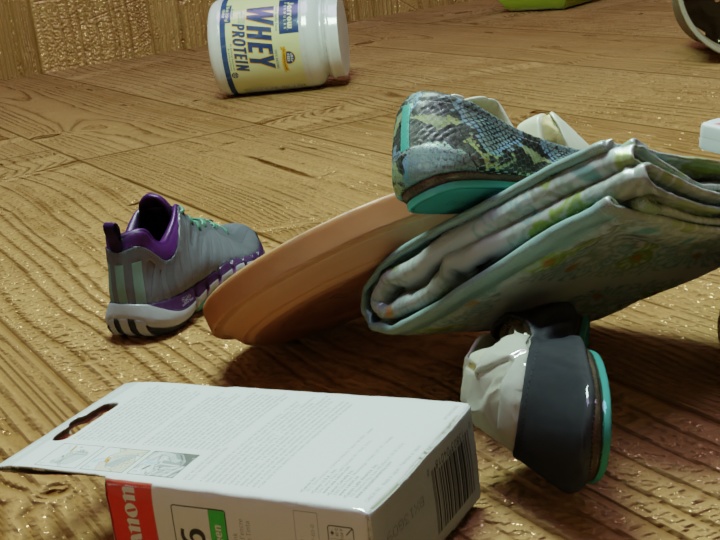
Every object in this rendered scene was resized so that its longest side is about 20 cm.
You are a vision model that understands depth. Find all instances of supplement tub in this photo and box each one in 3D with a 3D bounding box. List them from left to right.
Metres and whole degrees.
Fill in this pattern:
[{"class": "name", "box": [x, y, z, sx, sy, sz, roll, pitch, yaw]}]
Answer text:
[{"class": "supplement tub", "box": [-0.122, -0.348, 2.005, 0.197, 0.147, 0.145, -5, 16, 8]}]

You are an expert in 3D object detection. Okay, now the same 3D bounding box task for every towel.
[{"class": "towel", "box": [0.121, -0.008, 0.724, 0.170, 0.049, 0.199, 4, -23, -42]}]

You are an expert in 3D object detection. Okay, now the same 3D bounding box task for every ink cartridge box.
[{"class": "ink cartridge box", "box": [-0.056, 0.097, 0.604, 0.198, 0.051, 0.109, 1, 18, 28]}]

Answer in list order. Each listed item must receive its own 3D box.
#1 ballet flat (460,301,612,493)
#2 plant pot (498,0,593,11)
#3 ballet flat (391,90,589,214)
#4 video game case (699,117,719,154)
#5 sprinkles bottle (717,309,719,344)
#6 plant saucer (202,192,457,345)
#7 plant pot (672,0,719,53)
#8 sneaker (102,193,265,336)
[{"class": "ballet flat", "box": [0.083, 0.057, 0.645, 0.072, 0.074, 0.200, -5, 10, 7]}, {"class": "plant pot", "box": [0.393, -0.645, 2.758, 0.197, 0.184, 0.199, 5, 20, 38]}, {"class": "ballet flat", "box": [0.091, -0.061, 0.733, 0.074, 0.075, 0.199, 7, -1, 41]}, {"class": "video game case", "box": [0.310, -0.066, 0.731, 0.142, 0.018, 0.199, -15, 26, -36]}, {"class": "sprinkles bottle", "box": [0.263, 0.003, 0.761, 0.067, 0.069, 0.200, 2, 19, 29]}, {"class": "plant saucer", "box": [0.000, 0.000, 0.810, 0.198, 0.033, 0.200, -23, -11, -5]}, {"class": "plant pot", "box": [0.523, -0.391, 1.851, 0.197, 0.204, 0.184, -6, 4, 2]}, {"class": "sneaker", "box": [-0.126, -0.022, 0.976, 0.073, 0.089, 0.200, -1, 17, 18]}]
